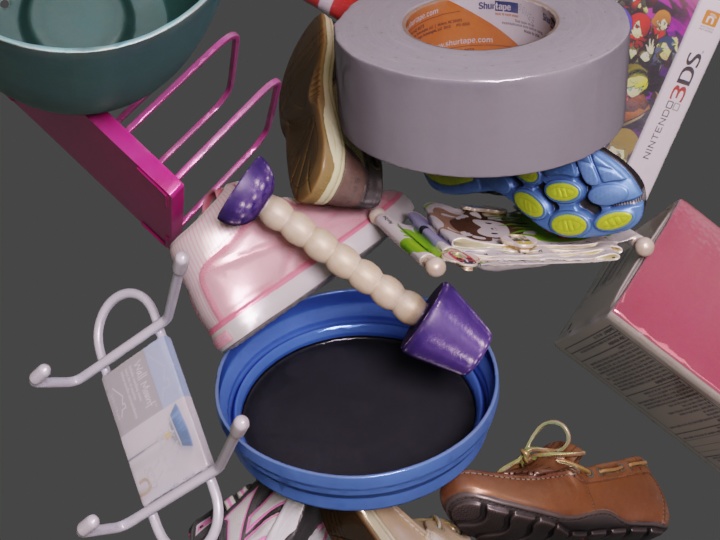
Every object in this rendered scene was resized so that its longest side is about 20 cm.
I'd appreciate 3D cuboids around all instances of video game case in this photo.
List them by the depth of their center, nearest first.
[{"bbox_3d":[0.162,-0.162,0.913,0.197,0.036,0.184,19,115,-4],"label":"video game case"}]

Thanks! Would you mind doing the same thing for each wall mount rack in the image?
[{"bbox_3d":[-0.138,0.088,0.798,0.173,0.074,0.203,-33,68,25],"label":"wall mount rack"}]

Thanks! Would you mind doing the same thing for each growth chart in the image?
[{"bbox_3d":[0.104,-0.028,0.837,0.197,0.145,0.018,-5,111,-24],"label":"growth chart"}]

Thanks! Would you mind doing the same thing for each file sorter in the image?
[{"bbox_3d":[-0.167,-0.143,0.857,0.200,0.139,0.126,43,73,2],"label":"file sorter"}]

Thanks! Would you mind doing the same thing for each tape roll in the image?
[{"bbox_3d":[0.081,-0.138,0.797,0.196,0.201,0.067,-10,123,-11],"label":"tape roll"}]

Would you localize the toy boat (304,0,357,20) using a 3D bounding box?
[{"bbox_3d":[-0.032,-0.253,0.889,0.198,0.132,0.131,29,36,2],"label":"toy boat"}]

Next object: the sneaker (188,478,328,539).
[{"bbox_3d":[-0.077,0.182,0.832,0.085,0.081,0.202,19,63,18],"label":"sneaker"}]

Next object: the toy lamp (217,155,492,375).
[{"bbox_3d":[0.000,0.000,0.794,0.199,0.058,0.059,36,74,-4],"label":"toy lamp"}]

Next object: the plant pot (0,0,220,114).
[{"bbox_3d":[-0.174,-0.188,0.712,0.197,0.161,0.205,3,73,-12],"label":"plant pot"}]

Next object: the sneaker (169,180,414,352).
[{"bbox_3d":[-0.052,-0.034,0.863,0.199,0.075,0.105,-34,85,-33],"label":"sneaker"}]

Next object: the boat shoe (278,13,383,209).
[{"bbox_3d":[-0.019,-0.115,0.886,0.064,0.073,0.202,22,42,-24],"label":"boat shoe"}]

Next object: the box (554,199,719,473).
[{"bbox_3d":[0.266,0.062,0.883,0.199,0.128,0.110,37,74,0],"label":"box"}]

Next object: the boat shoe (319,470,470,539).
[{"bbox_3d":[0.045,0.205,0.832,0.201,0.072,0.065,51,61,-17],"label":"boat shoe"}]

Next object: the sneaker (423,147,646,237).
[{"bbox_3d":[0.127,-0.077,0.844,0.082,0.198,0.072,-18,114,-32],"label":"sneaker"}]

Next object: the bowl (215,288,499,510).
[{"bbox_3d":[-0.002,0.086,0.823,0.196,0.040,0.202,-2,34,1],"label":"bowl"}]

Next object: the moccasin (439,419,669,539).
[{"bbox_3d":[0.140,0.155,0.849,0.198,0.074,0.079,5,61,-29],"label":"moccasin"}]
